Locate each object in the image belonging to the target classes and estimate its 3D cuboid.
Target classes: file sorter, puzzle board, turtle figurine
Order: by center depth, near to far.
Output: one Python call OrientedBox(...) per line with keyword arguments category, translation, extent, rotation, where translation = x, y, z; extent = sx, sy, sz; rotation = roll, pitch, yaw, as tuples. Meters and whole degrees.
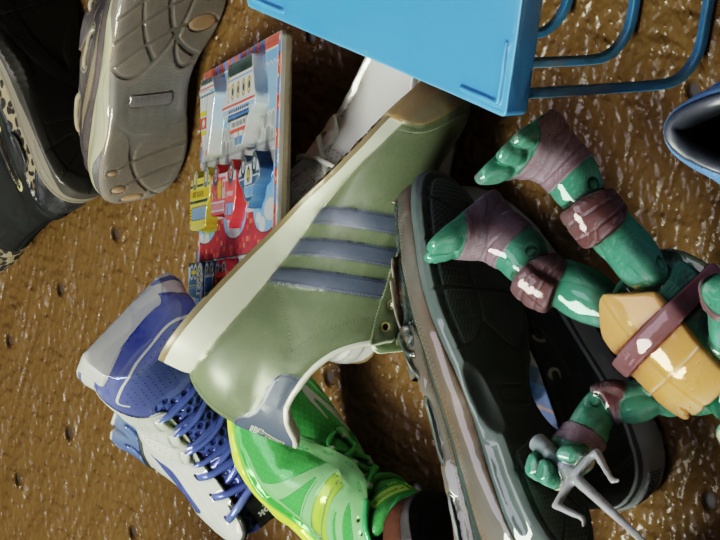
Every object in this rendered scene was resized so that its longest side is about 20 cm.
OrientedBox(category="turtle figurine", translation=(0.122, 0.032, 1.063), extent=(0.200, 0.101, 0.150), rotation=(46, 122, 11))
OrientedBox(category="file sorter", translation=(0.057, -0.166, 1.134), extent=(0.200, 0.122, 0.140), rotation=(28, 116, 48))
OrientedBox(category="puzzle board", translation=(-0.068, -0.042, 1.342), extent=(0.200, 0.017, 0.152), rotation=(173, 98, -74))

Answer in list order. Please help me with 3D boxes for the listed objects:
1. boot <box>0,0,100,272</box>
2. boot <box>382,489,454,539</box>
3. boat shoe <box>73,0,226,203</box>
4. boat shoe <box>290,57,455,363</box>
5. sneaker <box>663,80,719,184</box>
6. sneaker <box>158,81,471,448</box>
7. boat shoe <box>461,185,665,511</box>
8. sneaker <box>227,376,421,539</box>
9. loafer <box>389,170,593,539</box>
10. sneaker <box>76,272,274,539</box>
OrientedBox(category="boot", translation=(-0.229, -0.108, 1.585), extent=(0.151, 0.073, 0.201), rotation=(-40, 68, 49))
OrientedBox(category="boot", translation=(-0.009, 0.194, 1.247), extent=(0.199, 0.069, 0.189), rotation=(-5, 125, 34))
OrientedBox(category="boat shoe", translation=(-0.133, -0.137, 1.442), extent=(0.073, 0.074, 0.201), rotation=(44, 127, 41))
OrientedBox(category="boat shoe", translation=(-0.006, -0.037, 1.283), extent=(0.071, 0.069, 0.201), rotation=(48, 130, 47))
OrientedBox(category="sneaker", translation=(0.205, -0.047, 0.988), extent=(0.199, 0.078, 0.066), rotation=(10, 101, 52))
OrientedBox(category="sneaker", translation=(0.000, 0.000, 1.214), extent=(0.090, 0.200, 0.067), rotation=(44, -179, 1))
OrientedBox(category="boat shoe", translation=(0.073, 0.034, 1.196), extent=(0.200, 0.056, 0.069), rotation=(55, 135, 33))
OrientedBox(category="sneaker", translation=(0.002, 0.122, 1.300), extent=(0.201, 0.074, 0.084), rotation=(58, 134, 15))
OrientedBox(category="loafer", translation=(0.043, 0.052, 1.136), extent=(0.063, 0.072, 0.201), rotation=(-32, 62, 30))
OrientedBox(category="sneaker", translation=(-0.082, 0.083, 1.370), extent=(0.115, 0.081, 0.200), rotation=(39, 165, 16))
